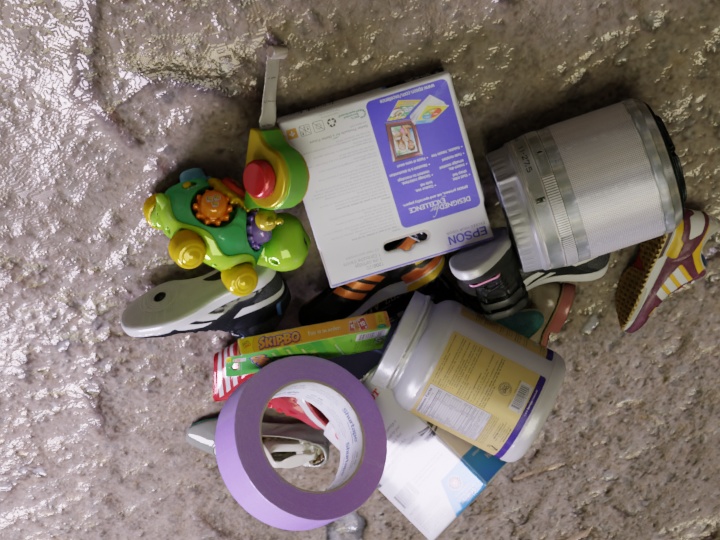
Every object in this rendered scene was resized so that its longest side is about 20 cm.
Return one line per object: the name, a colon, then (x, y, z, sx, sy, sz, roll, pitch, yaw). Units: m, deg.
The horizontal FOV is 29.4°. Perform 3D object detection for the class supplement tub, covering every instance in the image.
supplement tub: (0.127, 0.124, 1.634, 0.200, 0.145, 0.146, 27, 128, 2)

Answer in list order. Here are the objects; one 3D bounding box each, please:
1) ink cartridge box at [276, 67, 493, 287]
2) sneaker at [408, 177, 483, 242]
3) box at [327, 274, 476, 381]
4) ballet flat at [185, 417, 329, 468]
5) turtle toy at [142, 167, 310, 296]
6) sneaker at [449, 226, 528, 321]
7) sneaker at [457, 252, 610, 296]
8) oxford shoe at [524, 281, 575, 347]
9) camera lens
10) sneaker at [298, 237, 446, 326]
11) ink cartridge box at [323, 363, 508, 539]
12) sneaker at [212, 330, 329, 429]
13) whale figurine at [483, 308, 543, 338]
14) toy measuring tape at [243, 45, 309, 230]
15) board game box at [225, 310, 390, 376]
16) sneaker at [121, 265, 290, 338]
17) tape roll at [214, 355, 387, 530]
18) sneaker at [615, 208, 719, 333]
ink cartridge box: (0.029, -0.103, 1.534, 0.198, 0.043, 0.200, -16, 106, 2)
sneaker: (0.048, -0.073, 1.594, 0.200, 0.088, 0.076, -11, 136, -1)
box: (0.053, 0.093, 1.786, 0.200, 0.044, 0.160, -29, 134, 16)
ballet flat: (-0.137, 0.239, 1.871, 0.200, 0.064, 0.067, 3, 133, -16)
turtle toy: (-0.147, -0.046, 1.553, 0.200, 0.146, 0.101, 29, 100, -35)
sneaker: (0.154, 0.013, 1.571, 0.071, 0.200, 0.099, -18, 96, 14)
sneaker: (0.216, -0.037, 1.687, 0.200, 0.073, 0.112, -10, 132, -15)
oxford shoe: (0.215, 0.071, 1.795, 0.075, 0.071, 0.200, 20, 138, -2)
camera lens: (0.260, -0.096, 1.568, 0.200, 0.160, 0.160, -18, 135, 5)
sneaker: (0.000, 0.000, 1.679, 0.200, 0.070, 0.090, -25, 115, 15)
ink cartridge box: (0.072, 0.220, 1.739, 0.086, 0.200, 0.147, -33, 164, -48)
sneaker: (-0.121, 0.151, 1.800, 0.115, 0.078, 0.200, -18, 131, 23)
whale figurine: (0.175, 0.134, 1.744, 0.159, 0.104, 0.200, 10, 130, -6)
toy measuring tape: (-0.083, -0.136, 1.464, 0.073, 0.074, 0.200, 4, 108, -17)
board game box: (-0.067, 0.091, 1.663, 0.200, 0.030, 0.096, -13, 163, -10)
sneaker: (-0.179, 0.061, 1.669, 0.200, 0.073, 0.112, -21, 133, 6)
tape roll: (-0.070, 0.206, 1.642, 0.200, 0.200, 0.066, 13, 155, -24)
sneaker: (0.395, 0.008, 1.762, 0.090, 0.075, 0.200, 6, 133, -12)
